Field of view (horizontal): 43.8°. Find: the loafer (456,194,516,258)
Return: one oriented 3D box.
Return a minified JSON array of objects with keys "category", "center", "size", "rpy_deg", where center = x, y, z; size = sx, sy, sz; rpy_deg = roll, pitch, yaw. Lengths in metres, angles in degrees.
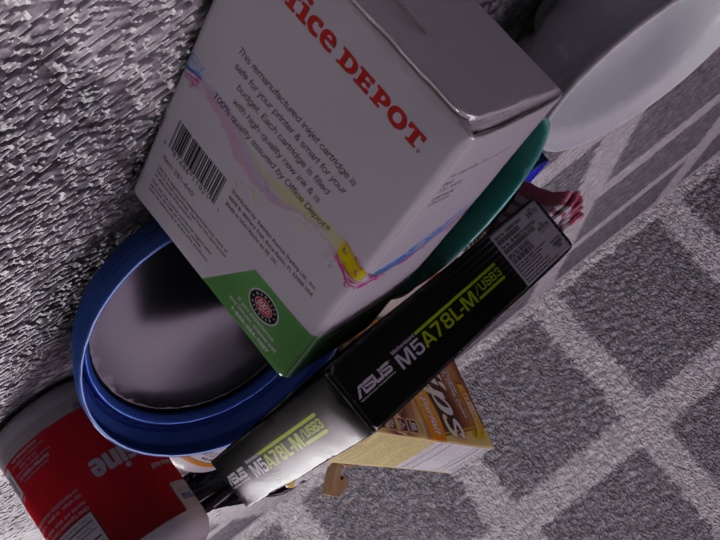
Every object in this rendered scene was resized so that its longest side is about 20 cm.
[{"category":"loafer","center":[0.106,-0.079,0.872],"size":[0.200,0.068,0.076],"rpy_deg":[-56,149,-43]}]

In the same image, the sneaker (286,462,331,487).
[{"category":"sneaker","center":[-0.034,0.134,0.869],"size":[0.088,0.075,0.200],"rpy_deg":[-28,-161,9]}]

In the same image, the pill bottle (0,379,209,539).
[{"category":"pill bottle","center":[-0.194,0.192,0.715],"size":[0.112,0.200,0.112],"rpy_deg":[-36,167,-10]}]

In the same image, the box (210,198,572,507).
[{"category":"box","center":[0.017,0.055,0.571],"size":[0.200,0.048,0.193],"rpy_deg":[-37,179,-35]}]

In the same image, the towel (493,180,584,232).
[{"category":"towel","center":[0.116,-0.023,0.902],"size":[0.200,0.030,0.146],"rpy_deg":[-36,-163,-5]}]

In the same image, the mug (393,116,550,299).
[{"category":"mug","center":[0.022,-0.065,0.597],"size":[0.185,0.114,0.152],"rpy_deg":[-51,163,20]}]

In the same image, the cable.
[{"category":"cable","center":[-0.133,0.213,0.882],"size":[0.163,0.051,0.200],"rpy_deg":[-10,-178,22]}]

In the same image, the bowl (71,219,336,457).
[{"category":"bowl","center":[-0.102,0.040,0.624],"size":[0.200,0.039,0.201],"rpy_deg":[-20,132,-24]}]

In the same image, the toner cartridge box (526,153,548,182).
[{"category":"toner cartridge box","center":[0.112,-0.075,0.988],"size":[0.200,0.043,0.095],"rpy_deg":[-30,164,-34]}]

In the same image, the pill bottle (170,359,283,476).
[{"category":"pill bottle","center":[-0.129,0.109,0.795],"size":[0.200,0.111,0.111],"rpy_deg":[-39,168,28]}]

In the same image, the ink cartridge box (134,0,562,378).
[{"category":"ink cartridge box","center":[-0.018,-0.063,0.457],"size":[0.084,0.145,0.200],"rpy_deg":[-28,163,-44]}]

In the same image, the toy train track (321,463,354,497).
[{"category":"toy train track","center":[0.002,0.129,0.905],"size":[0.115,0.032,0.200],"rpy_deg":[-21,-126,64]}]

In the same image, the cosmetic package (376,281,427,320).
[{"category":"cosmetic package","center":[0.000,0.000,0.813],"size":[0.087,0.103,0.200],"rpy_deg":[-22,160,-48]}]

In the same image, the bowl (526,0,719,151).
[{"category":"bowl","center":[0.203,-0.192,0.719],"size":[0.201,0.090,0.201],"rpy_deg":[-31,165,-9]}]

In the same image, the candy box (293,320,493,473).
[{"category":"candy box","center":[0.027,0.106,0.764],"size":[0.055,0.116,0.200],"rpy_deg":[-36,150,23]}]
